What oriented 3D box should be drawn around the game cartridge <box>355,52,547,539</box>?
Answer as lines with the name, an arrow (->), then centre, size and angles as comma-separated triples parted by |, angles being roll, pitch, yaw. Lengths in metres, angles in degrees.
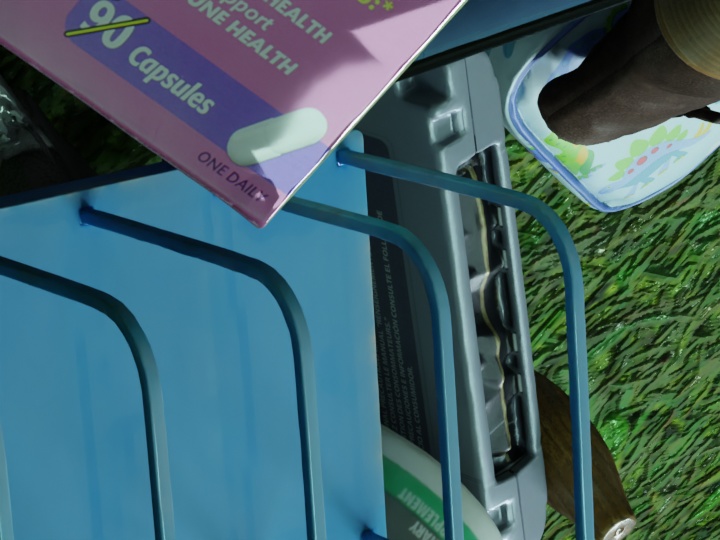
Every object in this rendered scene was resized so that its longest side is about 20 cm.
game cartridge -> 0.000, 0.000, 0.943 | 0.041, 0.133, 0.201 | -34, 127, -39

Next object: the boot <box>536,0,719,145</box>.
boot -> 0.167, -0.111, 0.906 | 0.199, 0.073, 0.166 | -24, 177, -24

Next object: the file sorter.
file sorter -> -0.047, 0.051, 0.736 | 0.199, 0.123, 0.139 | -14, 108, -34

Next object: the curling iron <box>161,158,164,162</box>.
curling iron -> -0.056, -0.015, 0.936 | 0.050, 0.025, 0.201 | -47, 137, -57

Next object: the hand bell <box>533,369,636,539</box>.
hand bell -> 0.041, 0.022, 0.993 | 0.104, 0.200, 0.104 | -27, 149, -18

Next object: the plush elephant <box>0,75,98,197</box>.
plush elephant -> -0.145, 0.024, 0.835 | 0.155, 0.165, 0.200 | -33, 146, 0

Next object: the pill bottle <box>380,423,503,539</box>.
pill bottle -> -0.045, 0.149, 0.891 | 0.200, 0.113, 0.113 | -54, 158, -24

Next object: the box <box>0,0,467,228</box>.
box -> -0.033, -0.147, 0.689 | 0.176, 0.097, 0.200 | 36, 107, -22

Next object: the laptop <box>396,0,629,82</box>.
laptop -> 0.064, -0.159, 0.824 | 0.177, 0.103, 0.201 | -68, 172, -58

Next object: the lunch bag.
lunch bag -> 0.126, -0.125, 1.001 | 0.200, 0.083, 0.161 | -42, 152, 7
